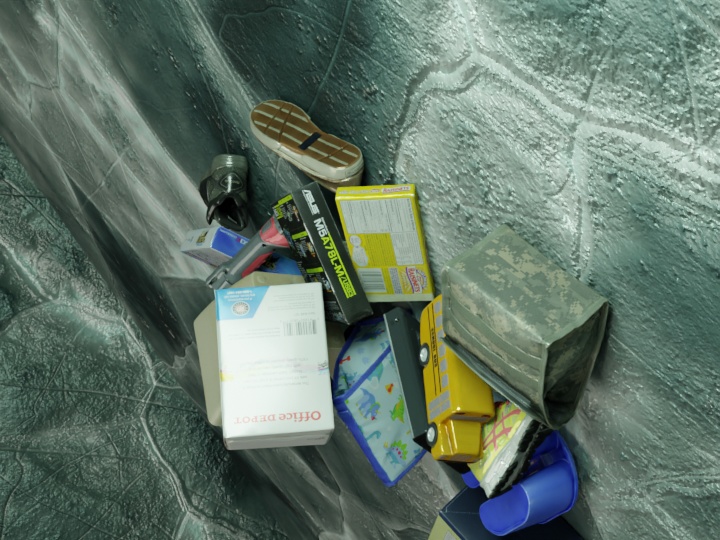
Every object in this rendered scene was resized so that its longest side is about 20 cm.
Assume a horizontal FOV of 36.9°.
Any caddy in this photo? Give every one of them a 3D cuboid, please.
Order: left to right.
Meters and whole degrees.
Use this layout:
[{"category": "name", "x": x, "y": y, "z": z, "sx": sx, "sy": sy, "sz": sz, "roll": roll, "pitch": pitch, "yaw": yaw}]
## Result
[{"category": "caddy", "x": 0.224, "y": 0.278, "z": 1.481, "sx": 0.142, "sy": 0.104, "sz": 0.200, "roll": 67, "pitch": 155, "yaw": 18}]

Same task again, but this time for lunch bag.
[{"category": "lunch bag", "x": 0.036, "y": 0.187, "z": 1.568, "sx": 0.127, "sy": 0.200, "sz": 0.171, "roll": -17, "pitch": 115, "yaw": 31}, {"category": "lunch bag", "x": 0.178, "y": 0.078, "z": 1.222, "sx": 0.164, "sy": 0.117, "sz": 0.201, "roll": 41, "pitch": 152, "yaw": 33}]

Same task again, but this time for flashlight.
[{"category": "flashlight", "x": -0.153, "y": -0.025, "z": 1.689, "sx": 0.200, "sy": 0.068, "sz": 0.068, "roll": -44, "pitch": 77, "yaw": 30}]

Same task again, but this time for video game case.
[{"category": "video game case", "x": -0.188, "y": -0.014, "z": 1.833, "sx": 0.199, "sy": 0.046, "sz": 0.181, "roll": 26, "pitch": 168, "yaw": -22}]

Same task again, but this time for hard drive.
[{"category": "hard drive", "x": 0.095, "y": 0.162, "z": 1.460, "sx": 0.140, "sy": 0.033, "sz": 0.201, "roll": 41, "pitch": -153, "yaw": -45}]

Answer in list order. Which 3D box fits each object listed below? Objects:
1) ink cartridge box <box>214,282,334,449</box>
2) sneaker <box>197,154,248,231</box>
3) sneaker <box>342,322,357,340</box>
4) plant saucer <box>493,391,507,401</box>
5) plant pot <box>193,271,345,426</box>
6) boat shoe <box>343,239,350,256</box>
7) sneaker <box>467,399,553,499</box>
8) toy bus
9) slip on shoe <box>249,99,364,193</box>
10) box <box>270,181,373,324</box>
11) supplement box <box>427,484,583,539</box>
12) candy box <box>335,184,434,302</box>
[{"category": "ink cartridge box", "x": -0.118, "y": 0.135, "z": 1.468, "sx": 0.145, "sy": 0.146, "sz": 0.201, "roll": 105, "pitch": 161, "yaw": -73}, {"category": "sneaker", "x": -0.231, "y": -0.110, "z": 1.800, "sx": 0.199, "sy": 0.076, "sz": 0.115, "roll": 141, "pitch": 134, "yaw": -67}, {"category": "sneaker", "x": -0.023, "y": 0.146, "z": 1.823, "sx": 0.118, "sy": 0.074, "sz": 0.201, "roll": 39, "pitch": 154, "yaw": 48}, {"category": "plant saucer", "x": 0.182, "y": 0.155, "z": 1.491, "sx": 0.070, "sy": 0.019, "sz": 0.200, "roll": 47, "pitch": 160, "yaw": 14}, {"category": "plant pot", "x": -0.127, "y": 0.112, "z": 1.674, "sx": 0.177, "sy": 0.199, "sz": 0.201, "roll": -56, "pitch": 38, "yaw": 43}, {"category": "boat shoe", "x": 0.000, "y": 0.000, "z": 1.559, "sx": 0.075, "sy": 0.062, "sz": 0.200, "roll": 62, "pitch": 166, "yaw": 16}, {"category": "sneaker", "x": 0.187, "y": 0.189, "z": 1.353, "sx": 0.090, "sy": 0.078, "sz": 0.201, "roll": 46, "pitch": 119, "yaw": 32}, {"category": "toy bus", "x": 0.122, "y": 0.136, "z": 1.354, "sx": 0.078, "sy": 0.065, "sz": 0.201, "roll": 134, "pitch": 139, "yaw": -52}, {"category": "slip on shoe", "x": -0.073, "y": -0.163, "z": 1.446, "sx": 0.200, "sy": 0.076, "sz": 0.061, "roll": 30, "pitch": 149, "yaw": 29}, {"category": "box", "x": -0.057, "y": -0.021, "z": 1.505, "sx": 0.200, "sy": 0.047, "sz": 0.194, "roll": 172, "pitch": 76, "yaw": -78}, {"category": "supplement box", "x": 0.224, "y": 0.432, "z": 1.680, "sx": 0.200, "sy": 0.134, "sz": 0.200, "roll": 45, "pitch": 158, "yaw": 19}, {"category": "candy box", "x": 0.035, "y": -0.032, "z": 1.410, "sx": 0.102, "sy": 0.027, "sz": 0.201, "roll": -3, "pitch": 137, "yaw": 11}]
